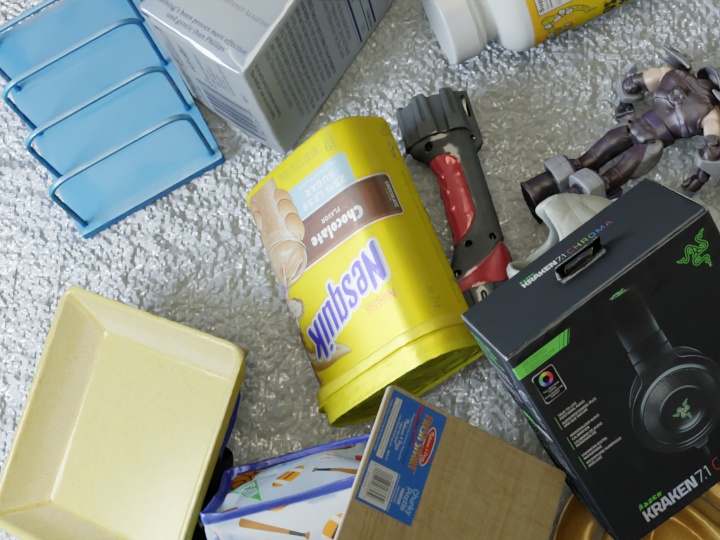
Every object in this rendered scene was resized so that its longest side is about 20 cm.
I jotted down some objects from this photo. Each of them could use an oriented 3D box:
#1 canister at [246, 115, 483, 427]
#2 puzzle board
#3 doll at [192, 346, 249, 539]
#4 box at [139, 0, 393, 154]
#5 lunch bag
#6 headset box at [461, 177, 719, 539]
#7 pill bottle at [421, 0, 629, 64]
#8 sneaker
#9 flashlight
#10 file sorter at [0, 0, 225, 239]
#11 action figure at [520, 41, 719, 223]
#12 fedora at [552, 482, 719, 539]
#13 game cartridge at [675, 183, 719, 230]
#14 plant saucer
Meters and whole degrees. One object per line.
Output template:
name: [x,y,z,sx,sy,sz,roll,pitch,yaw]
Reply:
canister: [0.000,0.000,1.091,0.148,0.086,0.202,-37,69,39]
puzzle board: [0.049,0.198,0.939,0.150,0.017,0.202,27,66,-16]
doll: [-0.131,0.158,1.106,0.135,0.048,0.203,2,79,21]
box: [-0.061,-0.226,1.121,0.104,0.184,0.201,33,82,13]
lunch bag: [0.006,0.212,1.025,0.198,0.124,0.172,-16,101,9]
headset box: [0.193,0.059,0.992,0.173,0.093,0.201,-35,114,-4]
pill bottle: [0.150,-0.248,1.141,0.198,0.113,0.114,-25,76,-1]
sneaker: [0.147,0.032,1.066,0.091,0.076,0.202,11,104,-11]
flashlight: [0.077,-0.045,1.128,0.068,0.067,0.202,-28,71,32]
file sorter: [-0.226,-0.157,1.153,0.138,0.123,0.201,-29,77,-1]
action figure: [0.223,-0.103,1.112,0.199,0.070,0.130,-35,46,-2]
fedora: [0.236,0.226,1.039,0.198,0.082,0.203,-1,77,5]
game cartridge: [0.282,0.044,1.101,0.133,0.042,0.200,-44,77,-1]
plant saucer: [-0.180,0.133,1.085,0.198,0.048,0.202,17,87,34]
